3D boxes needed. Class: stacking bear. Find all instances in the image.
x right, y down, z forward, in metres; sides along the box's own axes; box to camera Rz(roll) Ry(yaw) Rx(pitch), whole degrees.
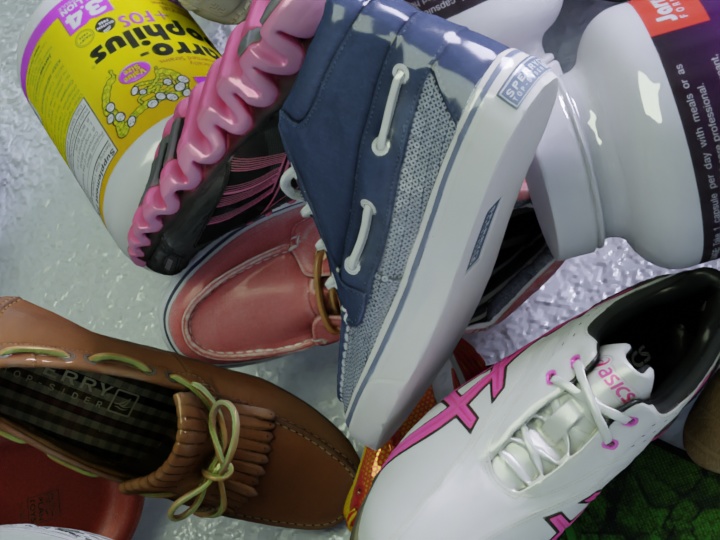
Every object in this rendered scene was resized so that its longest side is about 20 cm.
[{"bbox_3d":[-0.207,0.085,0.876,0.200,0.113,0.122,31,128,48],"label":"stacking bear"}]

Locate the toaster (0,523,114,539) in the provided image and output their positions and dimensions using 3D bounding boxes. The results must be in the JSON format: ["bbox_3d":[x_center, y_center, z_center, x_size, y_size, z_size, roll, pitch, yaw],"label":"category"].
[{"bbox_3d":[-0.106,0.178,0.725,0.200,0.129,0.114,-3,63,49],"label":"toaster"}]

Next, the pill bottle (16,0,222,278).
[{"bbox_3d":[-0.103,-0.068,0.888,0.104,0.104,0.200,-42,53,7],"label":"pill bottle"}]

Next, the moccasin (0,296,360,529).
[{"bbox_3d":[-0.088,0.073,0.759,0.074,0.201,0.078,-55,23,14],"label":"moccasin"}]

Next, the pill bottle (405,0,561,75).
[{"bbox_3d":[0.021,-0.157,0.767,0.112,0.112,0.201,-22,97,21],"label":"pill bottle"}]

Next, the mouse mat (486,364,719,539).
[{"bbox_3d":[0.090,0.142,0.727,0.200,0.008,0.161,23,80,38],"label":"mouse mat"}]

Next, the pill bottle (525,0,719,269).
[{"bbox_3d":[0.166,-0.069,0.684,0.199,0.113,0.113,-16,57,1],"label":"pill bottle"}]

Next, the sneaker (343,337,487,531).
[{"bbox_3d":[0.033,0.123,0.730,0.077,0.073,0.201,-26,45,23],"label":"sneaker"}]

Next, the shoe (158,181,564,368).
[{"bbox_3d":[0.000,0.000,0.768,0.199,0.072,0.091,-22,17,0],"label":"shoe"}]

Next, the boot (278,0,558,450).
[{"bbox_3d":[0.007,-0.020,0.672,0.090,0.073,0.200,31,129,14],"label":"boot"}]

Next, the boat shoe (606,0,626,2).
[{"bbox_3d":[0.054,-0.161,0.868,0.201,0.074,0.063,14,107,27],"label":"boat shoe"}]

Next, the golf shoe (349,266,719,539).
[{"bbox_3d":[0.074,0.061,0.667,0.073,0.092,0.200,45,58,11],"label":"golf shoe"}]

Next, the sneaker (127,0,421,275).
[{"bbox_3d":[-0.032,-0.054,0.729,0.200,0.095,0.079,-47,25,41],"label":"sneaker"}]

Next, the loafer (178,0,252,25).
[{"bbox_3d":[-0.085,-0.191,0.962,0.070,0.070,0.200,-53,31,21],"label":"loafer"}]

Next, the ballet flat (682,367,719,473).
[{"bbox_3d":[0.215,0.031,0.662,0.199,0.072,0.068,-14,51,26],"label":"ballet flat"}]
